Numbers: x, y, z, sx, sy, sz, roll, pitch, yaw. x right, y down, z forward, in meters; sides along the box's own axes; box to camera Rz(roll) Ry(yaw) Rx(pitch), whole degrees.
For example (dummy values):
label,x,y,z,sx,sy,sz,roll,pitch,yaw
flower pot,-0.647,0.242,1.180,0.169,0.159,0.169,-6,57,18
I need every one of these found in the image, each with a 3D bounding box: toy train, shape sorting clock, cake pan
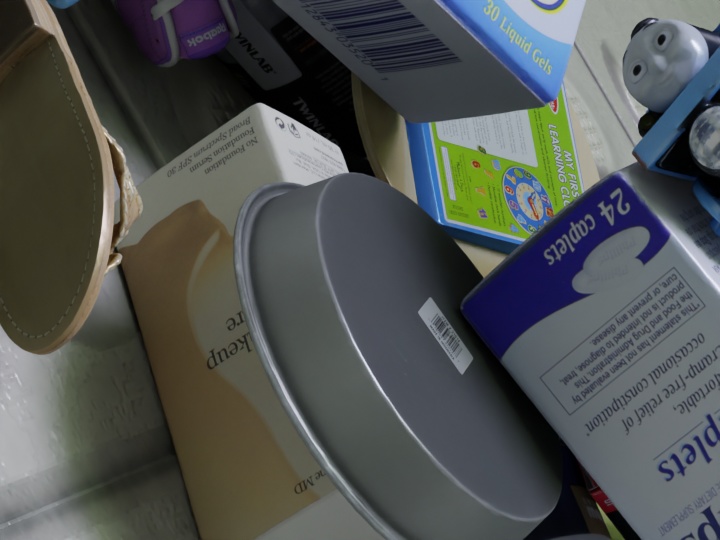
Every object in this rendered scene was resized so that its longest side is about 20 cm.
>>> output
label,x,y,z,sx,sy,sz,roll,pitch,yaw
toy train,0.191,-0.064,1.002,0.200,0.087,0.114,7,36,-52
shape sorting clock,0.067,-0.068,1.232,0.200,0.039,0.200,23,52,-33
cake pan,0.023,0.039,0.957,0.200,0.037,0.200,44,25,-28

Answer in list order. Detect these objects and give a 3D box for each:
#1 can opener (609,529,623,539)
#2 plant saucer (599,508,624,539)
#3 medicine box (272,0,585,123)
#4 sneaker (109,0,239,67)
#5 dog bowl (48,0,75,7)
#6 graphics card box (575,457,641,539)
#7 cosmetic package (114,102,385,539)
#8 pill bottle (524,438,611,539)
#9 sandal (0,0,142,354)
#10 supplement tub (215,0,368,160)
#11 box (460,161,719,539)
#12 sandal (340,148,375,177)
label,x,y,z,sx,sy,sz,roll,pitch,yaw
can opener,0.173,0.219,1.300,0.079,0.063,0.200,12,49,-45
plant saucer,0.141,0.157,1.263,0.200,0.031,0.200,17,48,-20
medicine box,0.035,-0.208,1.118,0.182,0.103,0.200,38,60,-40
sneaker,-0.091,-0.172,1.107,0.114,0.073,0.200,60,-16,14
dog bowl,-0.167,-0.192,1.006,0.111,0.050,0.200,41,-8,29
graphics card box,0.162,0.111,1.168,0.200,0.051,0.126,53,15,-44
cosmetic package,-0.038,0.036,1.019,0.071,0.105,0.200,26,36,-51
pill bottle,0.059,0.125,1.098,0.116,0.116,0.200,22,41,-58
sandal,-0.125,-0.044,0.967,0.070,0.078,0.212,28,31,-44
supplement tub,-0.004,-0.125,1.298,0.200,0.123,0.123,48,22,-26
box,0.170,0.048,1.021,0.200,0.105,0.184,51,25,8
sandal,0.057,-0.027,1.264,0.200,0.075,0.048,32,74,-29
